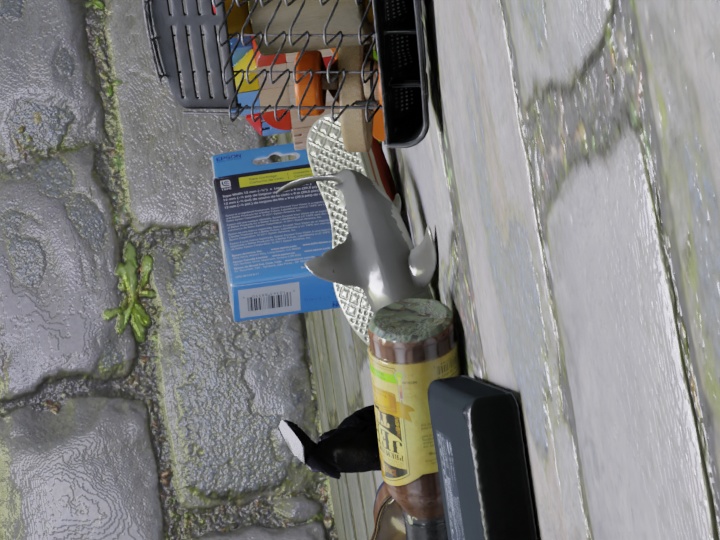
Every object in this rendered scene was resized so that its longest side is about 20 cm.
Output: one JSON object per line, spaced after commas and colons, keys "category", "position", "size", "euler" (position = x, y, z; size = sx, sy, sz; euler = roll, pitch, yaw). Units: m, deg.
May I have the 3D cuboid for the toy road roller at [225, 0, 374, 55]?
{"category": "toy road roller", "position": [-0.034, -0.253, 1.432], "size": [0.146, 0.122, 0.202], "euler": [-14, -81, -81]}

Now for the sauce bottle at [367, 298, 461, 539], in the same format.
{"category": "sauce bottle", "position": [0.044, 0.121, 1.427], "size": [0.065, 0.064, 0.201], "euler": [-108, 11, -65]}

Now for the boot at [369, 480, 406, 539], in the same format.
{"category": "boot", "position": [0.039, 0.268, 1.684], "size": [0.097, 0.074, 0.201], "euler": [-99, 5, -47]}

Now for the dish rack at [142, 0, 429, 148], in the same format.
{"category": "dish rack", "position": [-0.051, -0.161, 1.337], "size": [0.055, 0.198, 0.154], "euler": [-64, -28, -59]}

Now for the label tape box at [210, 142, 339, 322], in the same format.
{"category": "label tape box", "position": [-0.079, -0.046, 2.169], "size": [0.066, 0.142, 0.201], "euler": [87, 173, -46]}

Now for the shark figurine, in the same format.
{"category": "shark figurine", "position": [-0.006, -0.022, 1.517], "size": [0.129, 0.089, 0.215], "euler": [93, 157, -51]}

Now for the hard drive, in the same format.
{"category": "hard drive", "position": [0.076, 0.140, 1.252], "size": [0.200, 0.033, 0.141], "euler": [-179, 81, -86]}

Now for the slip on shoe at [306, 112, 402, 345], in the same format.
{"category": "slip on shoe", "position": [0.009, -0.032, 1.653], "size": [0.061, 0.074, 0.201], "euler": [10, -119, -58]}

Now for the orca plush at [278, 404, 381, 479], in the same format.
{"category": "orca plush", "position": [0.009, 0.108, 1.514], "size": [0.199, 0.105, 0.072], "euler": [4, -84, -51]}

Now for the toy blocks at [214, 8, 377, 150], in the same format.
{"category": "toy blocks", "position": [-0.057, -0.173, 1.699], "size": [0.201, 0.136, 0.100], "euler": [86, 174, -46]}

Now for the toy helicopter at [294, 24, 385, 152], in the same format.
{"category": "toy helicopter", "position": [0.001, -0.182, 1.508], "size": [0.132, 0.078, 0.201], "euler": [69, -160, -68]}
